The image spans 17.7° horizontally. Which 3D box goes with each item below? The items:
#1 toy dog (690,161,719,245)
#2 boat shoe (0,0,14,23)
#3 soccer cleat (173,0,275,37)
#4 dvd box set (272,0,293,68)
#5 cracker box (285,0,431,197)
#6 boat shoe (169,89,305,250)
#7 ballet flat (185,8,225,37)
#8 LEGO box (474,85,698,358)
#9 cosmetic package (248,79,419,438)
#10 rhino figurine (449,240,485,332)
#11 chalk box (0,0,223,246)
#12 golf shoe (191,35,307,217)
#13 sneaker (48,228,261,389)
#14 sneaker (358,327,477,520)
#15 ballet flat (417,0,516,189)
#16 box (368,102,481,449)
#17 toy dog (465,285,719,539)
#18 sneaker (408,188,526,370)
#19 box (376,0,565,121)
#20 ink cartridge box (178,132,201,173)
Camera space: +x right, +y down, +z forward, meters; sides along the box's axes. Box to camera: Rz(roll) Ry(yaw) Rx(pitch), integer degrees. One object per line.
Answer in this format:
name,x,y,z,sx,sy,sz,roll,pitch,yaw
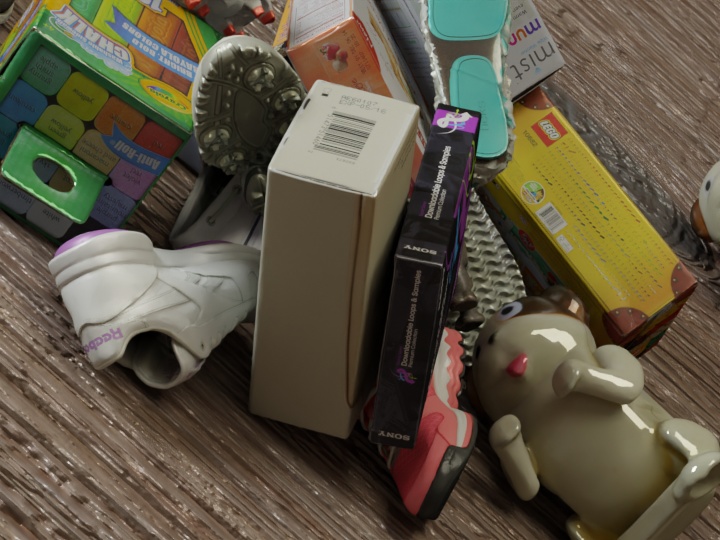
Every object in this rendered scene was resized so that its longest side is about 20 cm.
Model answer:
toy dog,0.406,-0.031,2.181,0.200,0.140,0.194,50,14,18
boat shoe,-0.276,-0.256,1.687,0.072,0.060,0.201,25,30,-31
soccer cleat,-0.108,-0.216,1.607,0.078,0.069,0.200,58,0,12
dvd box set,-0.018,-0.140,1.825,0.147,0.029,0.200,59,16,-18
cracker box,0.002,-0.137,1.669,0.135,0.057,0.200,62,10,-18
boat shoe,-0.078,-0.074,1.601,0.067,0.073,0.201,43,40,-26
ballet flat,-0.154,-0.182,1.655,0.063,0.068,0.200,58,31,6
LEGO box,0.158,-0.023,1.796,0.200,0.077,0.149,52,-16,12
cosmetic package,-0.018,-0.006,1.456,0.072,0.201,0.104,14,41,10
rhino figurine,0.000,0.000,1.653,0.199,0.060,0.088,-1,59,-33
chalk box,-0.182,-0.102,1.498,0.124,0.124,0.200,33,26,-14
golf shoe,-0.076,-0.109,1.489,0.200,0.078,0.098,69,-5,-64
sneaker,-0.116,0.031,1.465,0.199,0.075,0.100,4,62,-52
sneaker,0.023,0.097,1.555,0.086,0.074,0.201,19,26,-13
ballet flat,0.074,-0.148,1.673,0.071,0.072,0.202,21,58,-36
box,0.044,0.001,1.510,0.036,0.144,0.200,11,34,6
toy dog,0.163,0.102,1.643,0.200,0.140,0.193,47,25,16
sneaker,0.078,-0.006,1.773,0.100,0.069,0.202,77,-6,-72
box,0.051,-0.210,1.806,0.177,0.096,0.200,59,-10,-11
ink cartridge box,-0.110,-0.115,1.721,0.200,0.042,0.119,41,26,-4
